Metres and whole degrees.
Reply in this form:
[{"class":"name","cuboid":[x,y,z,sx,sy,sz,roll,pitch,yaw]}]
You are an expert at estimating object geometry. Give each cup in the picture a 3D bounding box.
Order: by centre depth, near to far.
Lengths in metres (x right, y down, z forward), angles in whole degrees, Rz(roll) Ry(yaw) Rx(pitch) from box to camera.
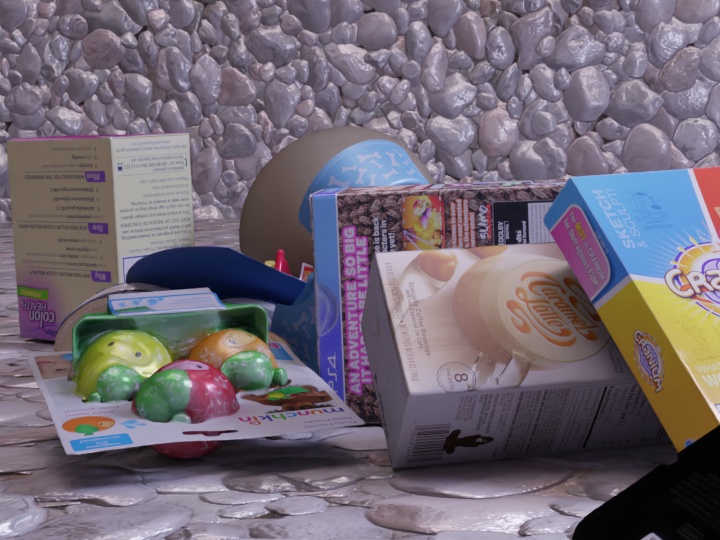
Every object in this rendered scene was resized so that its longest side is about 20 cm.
[{"class":"cup","cuboid":[0.000,-0.017,1.532,0.200,0.201,0.143,-4,20,-14]}]

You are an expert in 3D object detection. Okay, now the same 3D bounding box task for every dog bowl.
[{"class":"dog bowl","cuboid":[0.000,0.000,1.289,0.111,0.200,0.050,-7,34,-40]}]

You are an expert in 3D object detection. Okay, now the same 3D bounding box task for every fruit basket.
[{"class":"fruit basket","cuboid":[-0.113,0.071,1.081,0.185,0.094,0.200,-4,9,-17]}]

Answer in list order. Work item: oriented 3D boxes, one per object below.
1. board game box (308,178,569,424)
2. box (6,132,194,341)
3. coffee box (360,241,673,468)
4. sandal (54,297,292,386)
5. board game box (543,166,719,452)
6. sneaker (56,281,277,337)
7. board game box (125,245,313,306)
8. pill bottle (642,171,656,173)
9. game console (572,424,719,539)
[{"class":"board game box","cuboid":[0.070,0.019,1.171,0.199,0.160,0.097,-1,5,5]},{"class":"box","cuboid":[-0.250,-0.032,1.626,0.097,0.201,0.176,-7,7,-44]},{"class":"coffee box","cuboid":[0.110,0.047,1.023,0.199,0.080,0.115,-4,50,-12]},{"class":"sandal","cuboid":[-0.159,0.061,1.267,0.211,0.078,0.070,5,2,23]},{"class":"board game box","cuboid":[0.216,0.027,0.975,0.153,0.200,0.040,-6,-37,-31]},{"class":"sneaker","cuboid":[-0.156,0.053,1.380,0.199,0.077,0.085,-2,10,4]},{"class":"board game box","cuboid":[-0.102,0.010,1.442,0.200,0.039,0.158,25,-30,-30]},{"class":"pill bottle","cuboid":[0.173,-0.002,1.340,0.111,0.112,0.200,-8,-8,-44]},{"class":"game console","cuboid":[0.209,0.130,0.707,0.176,0.117,0.200,-33,8,-4]}]
